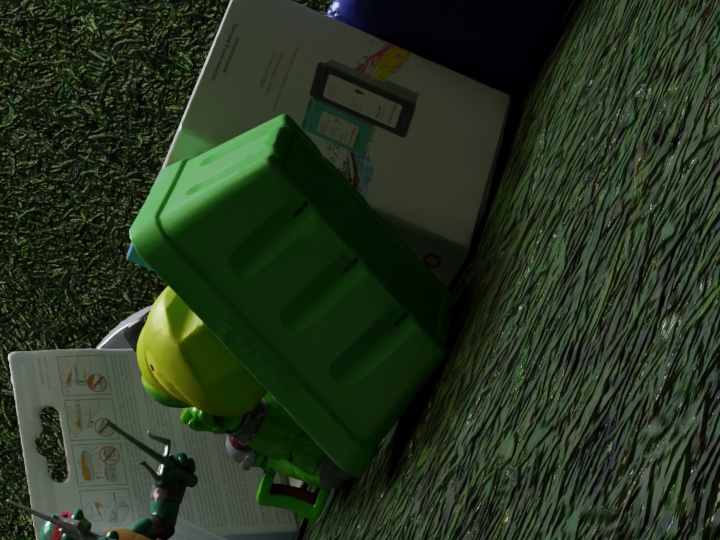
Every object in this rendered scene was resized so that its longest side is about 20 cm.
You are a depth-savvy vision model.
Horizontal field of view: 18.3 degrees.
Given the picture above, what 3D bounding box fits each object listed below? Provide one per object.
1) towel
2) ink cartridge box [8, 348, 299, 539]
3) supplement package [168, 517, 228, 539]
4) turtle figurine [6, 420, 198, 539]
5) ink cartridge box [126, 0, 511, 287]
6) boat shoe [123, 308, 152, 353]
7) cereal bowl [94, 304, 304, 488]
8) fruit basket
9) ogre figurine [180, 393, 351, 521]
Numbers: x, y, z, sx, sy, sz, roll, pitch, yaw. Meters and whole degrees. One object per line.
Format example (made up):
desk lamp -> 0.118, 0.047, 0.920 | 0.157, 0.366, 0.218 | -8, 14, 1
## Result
towel -> 0.050, -0.164, 1.494 | 0.200, 0.147, 0.050 | 118, 166, -50
ink cartridge box -> -0.155, 0.137, 1.646 | 0.050, 0.198, 0.163 | 118, 145, -52
supplement package -> -0.129, 0.273, 1.503 | 0.200, 0.109, 0.114 | -74, 10, -64
turtle figurine -> -0.130, 0.181, 1.429 | 0.150, 0.199, 0.101 | -73, 10, -60
ink cartridge box -> -0.026, -0.061, 1.476 | 0.147, 0.199, 0.147 | 120, 171, -50
boat shoe -> -0.095, -0.003, 1.614 | 0.200, 0.066, 0.070 | -48, 1, -21
cereal bowl -> -0.126, 0.112, 1.794 | 0.201, 0.199, 0.083 | -64, 1, 18
fruit basket -> -0.068, 0.032, 1.357 | 0.156, 0.214, 0.217 | -76, 11, -67
ogre figurine -> -0.062, 0.108, 1.548 | 0.099, 0.119, 0.200 | -62, 4, -21
